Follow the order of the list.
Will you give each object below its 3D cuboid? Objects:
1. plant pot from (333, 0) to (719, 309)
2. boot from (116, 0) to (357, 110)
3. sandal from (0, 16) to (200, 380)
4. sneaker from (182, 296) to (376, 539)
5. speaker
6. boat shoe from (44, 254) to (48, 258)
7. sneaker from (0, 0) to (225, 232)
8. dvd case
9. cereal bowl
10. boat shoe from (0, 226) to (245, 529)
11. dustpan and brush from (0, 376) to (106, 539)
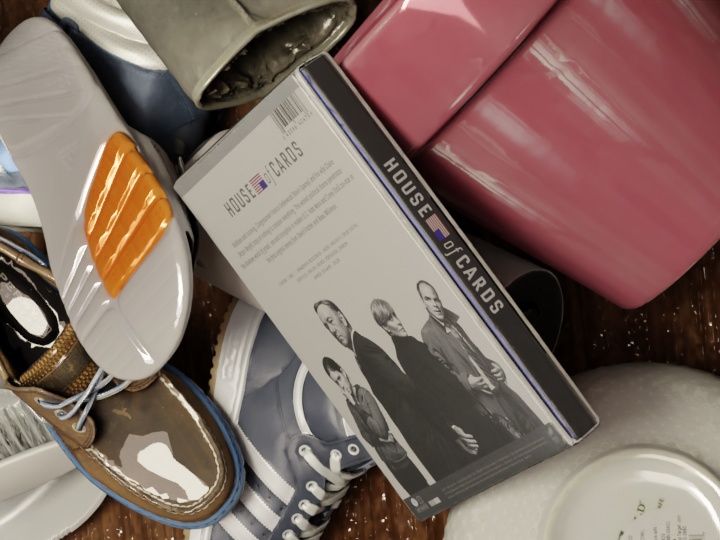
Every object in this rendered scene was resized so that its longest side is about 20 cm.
[{"bbox_3d":[0.098,-0.088,1.129,0.179,0.200,0.200,41,110,-4],"label":"plant pot"},{"bbox_3d":[-0.126,-0.154,1.218,0.181,0.073,0.201,-31,72,-10],"label":"boot"},{"bbox_3d":[-0.118,-0.040,1.206,0.079,0.059,0.207,-40,58,26],"label":"sandal"},{"bbox_3d":[-0.026,0.116,1.261,0.108,0.070,0.201,10,98,22],"label":"sneaker"},{"bbox_3d":[0.000,0.000,1.203,0.199,0.081,0.082,26,106,33],"label":"speaker"},{"bbox_3d":[-0.226,0.017,1.331,0.199,0.064,0.072,-1,97,22],"label":"boat shoe"},{"bbox_3d":[-0.167,-0.095,1.293,0.199,0.080,0.148,2,88,27],"label":"sneaker"},{"bbox_3d":[0.007,0.012,1.107,0.200,0.025,0.150,54,149,0],"label":"dvd case"},{"bbox_3d":[0.132,0.136,1.151,0.199,0.083,0.202,-2,75,7],"label":"cereal bowl"},{"bbox_3d":[-0.142,0.054,1.228,0.200,0.072,0.072,40,88,13],"label":"boat shoe"},{"bbox_3d":[-0.160,0.095,1.308,0.199,0.057,0.140,-20,131,-8],"label":"dustpan and brush"}]
